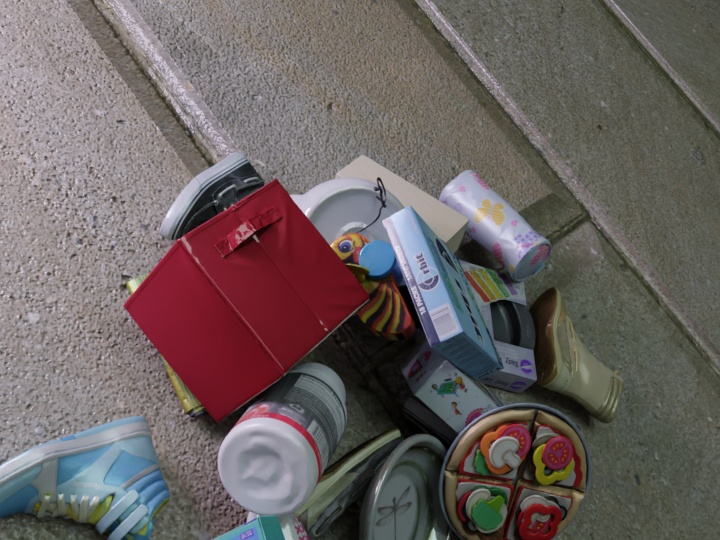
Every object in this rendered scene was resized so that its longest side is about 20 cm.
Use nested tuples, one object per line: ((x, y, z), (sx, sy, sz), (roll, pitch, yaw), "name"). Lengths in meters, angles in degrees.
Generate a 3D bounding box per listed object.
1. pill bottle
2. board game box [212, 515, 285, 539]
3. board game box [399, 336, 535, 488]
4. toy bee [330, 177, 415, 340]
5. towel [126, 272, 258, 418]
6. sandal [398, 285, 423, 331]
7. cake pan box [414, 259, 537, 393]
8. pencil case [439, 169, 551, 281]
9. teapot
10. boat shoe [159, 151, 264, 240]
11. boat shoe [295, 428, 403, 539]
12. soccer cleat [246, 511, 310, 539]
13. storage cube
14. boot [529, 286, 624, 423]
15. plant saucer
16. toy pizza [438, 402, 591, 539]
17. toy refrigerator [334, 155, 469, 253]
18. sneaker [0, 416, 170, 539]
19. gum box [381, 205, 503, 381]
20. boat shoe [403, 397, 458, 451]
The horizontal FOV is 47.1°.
((-0.078, 0.182, 0.947), (0.111, 0.111, 0.200), (41, 21, -1), "pill bottle")
((-0.119, 0.364, 0.804), (0.045, 0.151, 0.201), (31, 33, -65), "board game box")
((0.151, 0.185, 1.092), (0.200, 0.064, 0.148), (43, 3, -9), "board game box")
((0.000, 0.000, 1.038), (0.108, 0.131, 0.201), (-16, 47, 10), "toy bee")
((-0.194, 0.081, 1.037), (0.143, 0.023, 0.201), (-18, 69, -39), "towel")
((0.098, 0.057, 1.148), (0.199, 0.045, 0.076), (11, 64, -46), "sandal")
((0.173, 0.078, 1.255), (0.198, 0.052, 0.186), (17, 54, -22), "cake pan box")
((0.214, -0.072, 1.331), (0.083, 0.091, 0.200), (-39, 60, -6), "pencil case")
((-0.023, -0.032, 1.148), (0.196, 0.146, 0.202), (-14, 97, -17), "teapot")
((-0.193, -0.096, 1.124), (0.071, 0.072, 0.200), (37, 45, 1), "boat shoe")
((-0.017, 0.263, 0.996), (0.199, 0.073, 0.065), (-31, 83, -32), "boat shoe")
((-0.076, 0.337, 0.866), (0.069, 0.086, 0.202), (-15, 74, -3), "soccer cleat")
((-0.133, 0.036, 0.963), (0.180, 0.200, 0.171), (51, 46, 0), "storage cube")
((0.341, 0.132, 1.310), (0.155, 0.073, 0.201), (32, 37, -18), "boot")
((0.047, 0.293, 0.983), (0.199, 0.050, 0.202), (-5, 96, -54), "plant saucer")
((0.194, 0.260, 1.012), (0.199, 0.201, 0.032), (26, 6, -15), "toy pizza")
((0.056, -0.086, 1.248), (0.199, 0.070, 0.076), (33, 45, 16), "toy refrigerator")
((-0.281, 0.237, 0.834), (0.199, 0.080, 0.131), (-17, 68, -38), "sneaker")
((0.106, 0.034, 1.023), (0.200, 0.044, 0.171), (40, 26, -61), "gum box")
((0.124, 0.253, 1.096), (0.200, 0.070, 0.066), (42, 84, -7), "boat shoe")
